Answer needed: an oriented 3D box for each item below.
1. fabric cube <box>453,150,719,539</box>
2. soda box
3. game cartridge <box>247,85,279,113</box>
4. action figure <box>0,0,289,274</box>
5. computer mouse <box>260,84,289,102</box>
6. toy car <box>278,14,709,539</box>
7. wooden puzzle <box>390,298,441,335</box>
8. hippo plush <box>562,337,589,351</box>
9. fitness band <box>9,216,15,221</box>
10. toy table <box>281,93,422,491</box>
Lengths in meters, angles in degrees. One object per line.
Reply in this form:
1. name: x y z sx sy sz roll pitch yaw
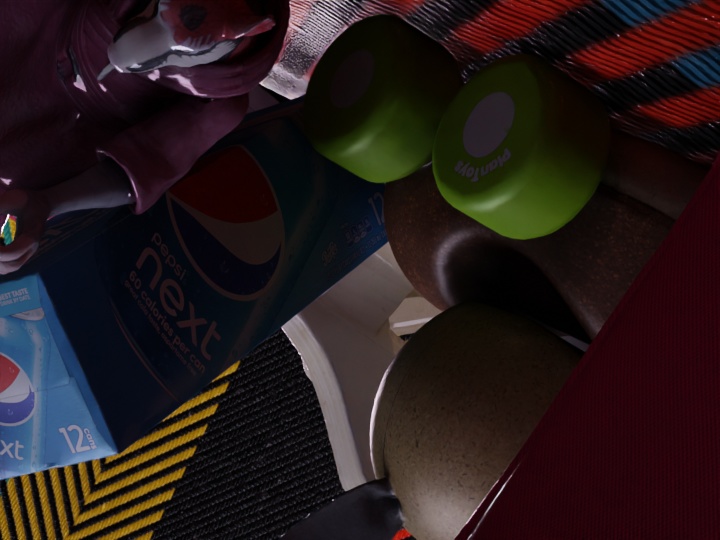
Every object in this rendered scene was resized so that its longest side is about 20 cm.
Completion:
1. fabric cube: 0.151 0.100 0.463 0.200 0.196 0.199 37 175 -24
2. soda box: -0.065 -0.001 0.704 0.068 0.064 0.200 -15 -166 33
3. game cartridge: -0.121 -0.097 1.159 0.200 0.041 0.133 33 152 -14
4. action figure: -0.067 -0.062 0.644 0.149 0.134 0.200 2 176 -31
5. computer mouse: -0.040 -0.072 1.248 0.200 0.053 0.138 27 178 19
6. toy car: 0.043 0.042 0.704 0.164 0.200 0.158 28 178 -36
7. wooden puzzle: 0.038 -0.014 1.158 0.185 0.037 0.200 -10 156 38
8. hippo plush: 0.081 0.073 0.941 0.161 0.200 0.160 -23 -102 -48
9. fitness band: -0.136 -0.085 0.958 0.143 0.037 0.200 34 141 -16
10. toy table: 0.000 0.000 0.895 0.117 0.184 0.200 36 159 -22
